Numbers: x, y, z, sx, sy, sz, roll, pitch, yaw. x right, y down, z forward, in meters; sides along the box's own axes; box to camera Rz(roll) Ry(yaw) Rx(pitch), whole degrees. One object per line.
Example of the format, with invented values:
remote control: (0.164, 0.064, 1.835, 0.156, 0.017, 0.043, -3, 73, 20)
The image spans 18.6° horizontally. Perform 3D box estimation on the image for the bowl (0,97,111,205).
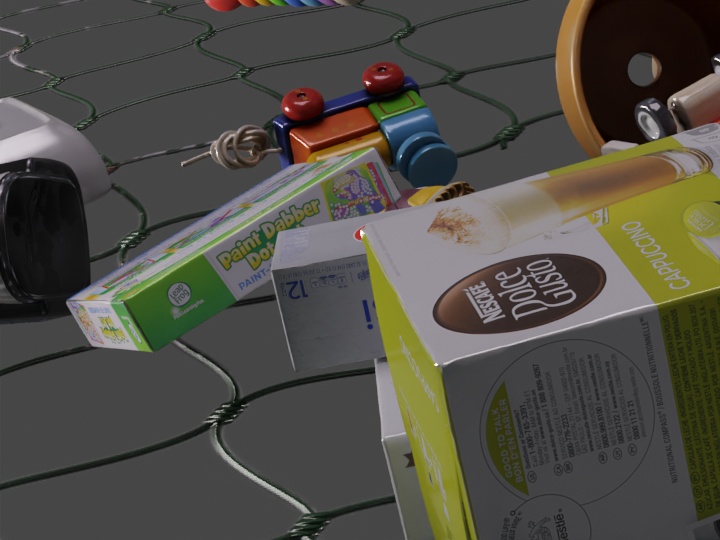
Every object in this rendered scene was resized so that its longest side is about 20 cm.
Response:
bowl: (-0.332, -0.089, 1.918, 0.199, 0.075, 0.200, -21, 23, -22)

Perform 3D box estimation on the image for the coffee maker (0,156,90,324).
coffee maker: (-0.307, -0.022, 1.650, 0.199, 0.135, 0.192, -6, 22, 18)

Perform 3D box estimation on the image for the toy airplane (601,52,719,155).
toy airplane: (0.216, -0.041, 1.409, 0.200, 0.142, 0.199, -36, -5, 27)

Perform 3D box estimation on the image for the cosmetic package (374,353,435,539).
cosmetic package: (0.063, 0.075, 1.268, 0.101, 0.072, 0.200, -11, 21, 3)

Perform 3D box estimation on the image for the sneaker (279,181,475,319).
sneaker: (0.000, 0.000, 1.512, 0.090, 0.075, 0.200, -8, 15, 44)

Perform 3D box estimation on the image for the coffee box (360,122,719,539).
coffee box: (0.127, 0.072, 1.059, 0.197, 0.201, 0.200, -15, 21, -4)

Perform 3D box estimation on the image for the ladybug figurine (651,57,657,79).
ladybug figurine: (0.306, -0.201, 1.811, 0.135, 0.072, 0.200, -5, 22, 21)

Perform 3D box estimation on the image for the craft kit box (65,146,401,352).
craft kit box: (-0.091, -0.013, 1.504, 0.199, 0.049, 0.197, -32, 6, -16)

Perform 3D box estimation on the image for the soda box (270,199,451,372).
soda box: (0.052, 0.001, 1.267, 0.199, 0.069, 0.064, -11, 22, 6)

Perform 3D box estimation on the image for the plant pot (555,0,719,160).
plant pot: (0.225, -0.149, 1.596, 0.199, 0.201, 0.183, -17, 6, -8)

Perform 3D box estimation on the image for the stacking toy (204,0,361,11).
stacking toy: (-0.086, -0.310, 2.333, 0.199, 0.086, 0.085, -6, 21, 37)

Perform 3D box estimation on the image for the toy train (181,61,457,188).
toy train: (-0.029, -0.083, 1.725, 0.199, 0.085, 0.116, -19, 35, -13)
